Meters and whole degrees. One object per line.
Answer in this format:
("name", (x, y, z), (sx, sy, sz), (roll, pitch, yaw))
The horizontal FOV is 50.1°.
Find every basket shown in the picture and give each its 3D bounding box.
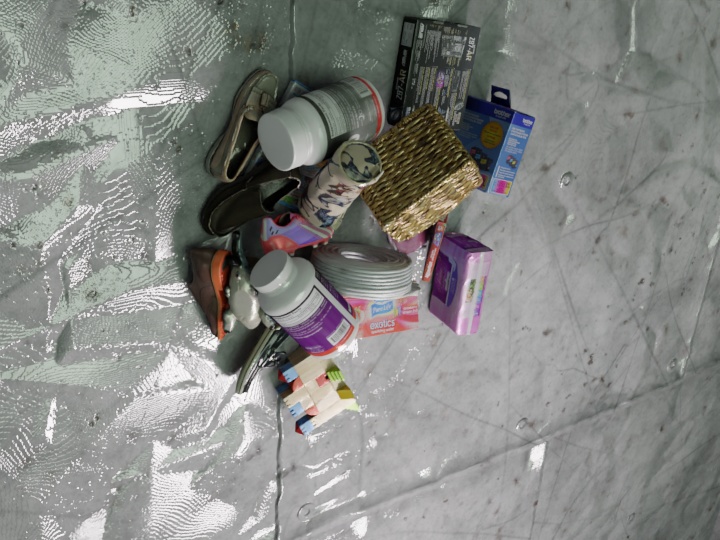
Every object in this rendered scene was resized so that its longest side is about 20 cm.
("basket", (0.098, -0.169, 1.372), (0.200, 0.149, 0.143), (-37, 159, 9))

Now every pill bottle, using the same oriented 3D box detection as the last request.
("pill bottle", (-0.096, 0.056, 1.307), (0.113, 0.112, 0.200), (-48, 127, -8))
("pill bottle", (-0.065, -0.244, 1.287), (0.199, 0.114, 0.115), (-30, 127, -34))

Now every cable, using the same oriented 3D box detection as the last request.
("cable", (0.000, 0.000, 1.439), (0.200, 0.199, 0.070), (-16, 118, -59))

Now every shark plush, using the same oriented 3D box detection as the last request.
("shark plush", (-0.212, 0.024, 1.333), (0.090, 0.083, 0.201), (-14, 123, 6))

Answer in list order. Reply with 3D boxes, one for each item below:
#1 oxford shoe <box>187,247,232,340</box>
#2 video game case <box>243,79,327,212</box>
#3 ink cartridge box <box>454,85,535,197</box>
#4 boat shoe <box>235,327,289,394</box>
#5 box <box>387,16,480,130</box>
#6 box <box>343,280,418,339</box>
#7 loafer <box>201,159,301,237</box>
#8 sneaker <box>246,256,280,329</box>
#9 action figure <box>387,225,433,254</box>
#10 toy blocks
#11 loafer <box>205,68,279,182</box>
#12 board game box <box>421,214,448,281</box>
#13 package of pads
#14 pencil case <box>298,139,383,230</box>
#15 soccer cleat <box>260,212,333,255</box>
("oxford shoe", (-0.261, 0.038, 1.359), (0.071, 0.072, 0.201), (-63, 163, -50))
("video game case", (-0.112, -0.216, 1.369), (0.143, 0.018, 0.201), (23, 96, -43))
("ink cartridge box", (0.260, -0.265, 1.551), (0.076, 0.136, 0.201), (6, 108, -44))
("boat shoe", (-0.172, 0.154, 1.462), (0.062, 0.075, 0.201), (33, 85, -8))
("box", (0.140, -0.371, 1.469), (0.159, 0.043, 0.201), (-7, 115, -35))
("box", (0.013, 0.075, 1.535), (0.199, 0.094, 0.103), (-5, 93, -38))
("loafer", (-0.183, -0.122, 1.303), (0.200, 0.071, 0.073), (-39, 136, 4))
("sneaker", (-0.141, 0.063, 1.400), (0.200, 0.067, 0.090), (35, 58, -23))
("action figure", (0.059, -0.125, 1.510), (0.149, 0.134, 0.200), (-38, 137, 20))
("toy blocks", (-0.104, 0.236, 1.556), (0.136, 0.100, 0.201), (-31, 117, -11))
("loafer", (-0.184, -0.234, 1.274), (0.072, 0.063, 0.201), (26, 95, -41))
("board game box", (0.153, -0.075, 1.545), (0.200, 0.019, 0.103), (99, 6, -56))
("package of pads", (0.214, 0.027, 1.670), (0.075, 0.120, 0.201), (-7, 116, -29))
("pencil case", (-0.034, -0.142, 1.298), (0.089, 0.200, 0.078), (33, 60, -10))
("soccer cleat", (-0.109, -0.076, 1.376), (0.200, 0.066, 0.077), (-28, 116, -56))
